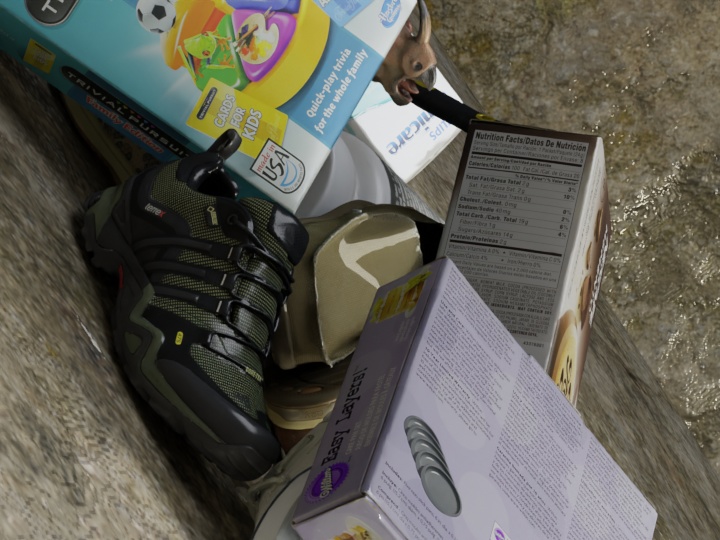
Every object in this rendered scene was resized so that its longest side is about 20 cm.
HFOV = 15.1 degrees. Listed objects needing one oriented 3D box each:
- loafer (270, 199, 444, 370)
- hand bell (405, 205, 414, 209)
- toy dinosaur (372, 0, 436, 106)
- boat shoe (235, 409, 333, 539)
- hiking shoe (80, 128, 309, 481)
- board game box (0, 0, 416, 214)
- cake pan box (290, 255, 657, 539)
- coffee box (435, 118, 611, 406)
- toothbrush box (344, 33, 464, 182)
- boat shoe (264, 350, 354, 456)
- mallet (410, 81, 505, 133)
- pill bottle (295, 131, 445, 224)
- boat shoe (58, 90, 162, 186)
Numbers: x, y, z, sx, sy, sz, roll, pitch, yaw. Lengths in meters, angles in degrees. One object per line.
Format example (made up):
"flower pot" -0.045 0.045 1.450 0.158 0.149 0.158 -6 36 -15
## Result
"loafer" 0.000 0.000 1.491 0.200 0.067 0.076 -46 129 -65
"hand bell" 0.053 0.051 1.639 0.104 0.104 0.200 -107 178 -61
"toy dinosaur" -0.054 -0.162 1.558 0.200 0.136 0.086 33 43 -17
"boat shoe" -0.023 0.115 1.323 0.075 0.086 0.202 58 37 -18
"hiking shoe" -0.070 0.011 1.337 0.076 0.101 0.200 44 15 -50
"board game box" -0.089 -0.139 1.450 0.200 0.151 0.047 35 -26 -12
"cake pan box" 0.063 0.121 1.300 0.200 0.052 0.184 49 36 -23
"coffee box" 0.083 0.031 1.518 0.113 0.080 0.201 75 26 -58
"toothbrush box" -0.045 -0.137 1.779 0.200 0.085 0.146 52 -34 -12
"boat shoe" -0.019 0.069 1.527 0.200 0.072 0.068 -79 160 -73
"mallet" 0.029 -0.115 1.631 0.066 0.041 0.200 -14 31 -42
"pill bottle" -0.017 -0.019 1.665 0.200 0.114 0.114 43 16 -55
"boat shoe" -0.112 -0.071 1.518 0.200 0.063 0.073 60 11 24
